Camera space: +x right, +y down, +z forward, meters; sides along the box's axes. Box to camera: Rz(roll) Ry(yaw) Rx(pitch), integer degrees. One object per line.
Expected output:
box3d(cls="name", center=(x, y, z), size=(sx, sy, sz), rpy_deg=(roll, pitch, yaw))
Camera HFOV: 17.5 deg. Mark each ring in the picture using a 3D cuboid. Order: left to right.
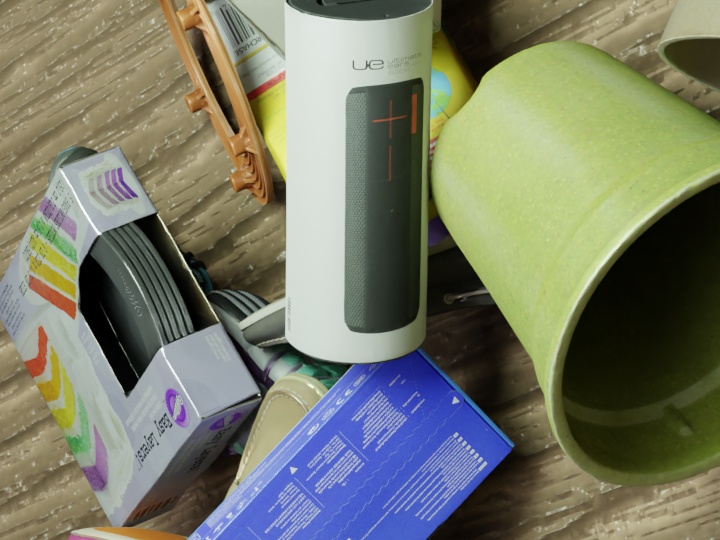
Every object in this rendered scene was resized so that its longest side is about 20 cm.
box3d(cls="ring", center=(-0.102, -0.130, 1.449), size=(0.200, 0.019, 0.201), rpy_deg=(156, 90, -81))

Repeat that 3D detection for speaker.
box3d(cls="speaker", center=(-0.002, -0.055, 1.271), size=(0.081, 0.081, 0.200), rpy_deg=(21, 120, 40))

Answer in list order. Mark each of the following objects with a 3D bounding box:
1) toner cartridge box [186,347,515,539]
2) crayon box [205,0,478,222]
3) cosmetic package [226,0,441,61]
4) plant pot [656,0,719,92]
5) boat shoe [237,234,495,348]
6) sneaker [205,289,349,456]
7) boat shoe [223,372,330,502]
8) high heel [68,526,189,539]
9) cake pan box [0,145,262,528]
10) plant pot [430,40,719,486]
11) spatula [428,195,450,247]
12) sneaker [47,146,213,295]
box3d(cls="toner cartridge box", center=(-0.015, 0.138, 1.333), size=(0.200, 0.095, 0.043), rpy_deg=(-46, 15, -6))
box3d(cls="crayon box", center=(0.001, -0.102, 1.390), size=(0.127, 0.051, 0.200), rpy_deg=(-31, 67, 10))
box3d(cls="cosmetic package", center=(-0.011, -0.230, 1.348), size=(0.103, 0.087, 0.200), rpy_deg=(-14, 58, 26))
box3d(cls="plant pot", center=(0.259, -0.177, 1.118), size=(0.187, 0.187, 0.200), rpy_deg=(14, 86, 41))
box3d(cls="boat shoe", center=(0.022, 0.021, 1.371), size=(0.200, 0.067, 0.057), rpy_deg=(-21, 87, 20))
box3d(cls="sneaker", center=(-0.037, 0.098, 1.440), size=(0.200, 0.074, 0.088), rpy_deg=(41, 110, 32))
box3d(cls="boat shoe", center=(-0.055, 0.160, 1.376), size=(0.072, 0.065, 0.201), rpy_deg=(19, 105, 37))
box3d(cls="high heel", center=(-0.096, 0.225, 1.465), size=(0.200, 0.067, 0.096), rpy_deg=(15, 95, 0))
box3d(cls="cake pan box", center=(-0.149, 0.045, 1.454), size=(0.184, 0.052, 0.200), rpy_deg=(59, 148, 12))
box3d(cls="plant pot", center=(0.135, -0.021, 1.226), size=(0.184, 0.200, 0.201), rpy_deg=(48, 122, 43))
box3d(cls="spatula", center=(0.000, 0.000, 1.445), size=(0.200, 0.021, 0.057), rpy_deg=(-38, 72, 39))
box3d(cls="sneaker", center=(-0.138, -0.001, 1.546), size=(0.082, 0.073, 0.200), rpy_deg=(-34, 79, 34))
